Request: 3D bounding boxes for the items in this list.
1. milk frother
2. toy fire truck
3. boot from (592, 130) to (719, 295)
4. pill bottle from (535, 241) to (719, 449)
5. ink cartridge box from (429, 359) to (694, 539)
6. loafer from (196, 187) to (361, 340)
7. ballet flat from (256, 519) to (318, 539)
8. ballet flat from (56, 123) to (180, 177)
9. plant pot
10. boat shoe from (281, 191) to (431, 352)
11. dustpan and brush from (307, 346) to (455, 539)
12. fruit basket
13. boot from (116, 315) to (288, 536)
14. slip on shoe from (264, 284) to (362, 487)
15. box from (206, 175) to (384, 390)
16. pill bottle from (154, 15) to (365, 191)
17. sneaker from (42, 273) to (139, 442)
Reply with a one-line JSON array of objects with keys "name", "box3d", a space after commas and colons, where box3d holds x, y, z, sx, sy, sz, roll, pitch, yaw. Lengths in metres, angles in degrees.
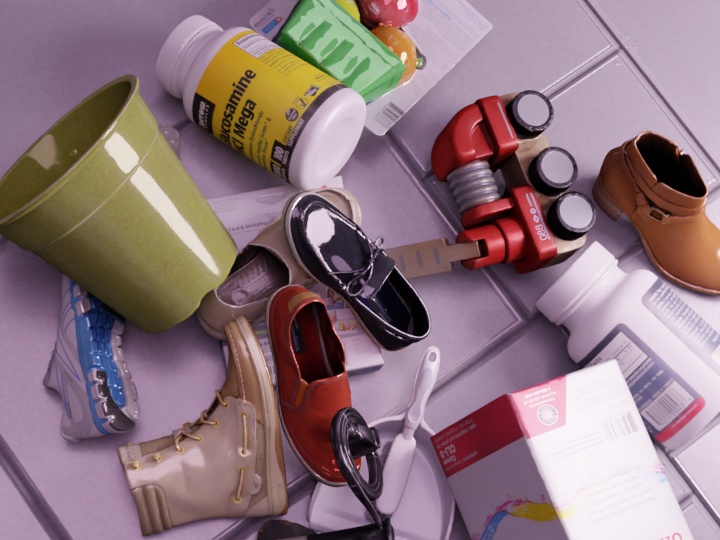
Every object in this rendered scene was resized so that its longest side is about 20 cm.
[{"name": "milk frother", "box3d": [-0.062, 0.245, 1.471, 0.188, 0.181, 0.200, -9, 47, 0]}, {"name": "toy fire truck", "box3d": [0.107, -0.070, 1.637, 0.200, 0.129, 0.176, -16, 77, -21]}, {"name": "boot", "box3d": [0.332, -0.060, 1.632, 0.200, 0.155, 0.077, 43, 74, 5]}, {"name": "pill bottle", "box3d": [0.278, 0.070, 1.610, 0.200, 0.120, 0.120, 44, 74, 5]}, {"name": "ink cartridge box", "box3d": [0.191, 0.212, 1.526, 0.145, 0.145, 0.200, -13, 75, -36]}, {"name": "loafer", "box3d": [-0.074, -0.010, 1.570, 0.076, 0.068, 0.200, 44, 74, 5]}, {"name": "ballet flat", "box3d": [-0.020, 0.311, 1.550, 0.200, 0.057, 0.066, 37, 83, 10]}, {"name": "ballet flat", "box3d": [-0.266, -0.095, 1.613, 0.200, 0.072, 0.072, -27, 80, -14]}, {"name": "plant pot", "box3d": [-0.221, -0.046, 1.511, 0.200, 0.200, 0.190, -49, 114, -16]}, {"name": "boat shoe", "box3d": [0.000, 0.000, 1.549, 0.200, 0.062, 0.075, 51, 59, -24]}, {"name": "dustpan and brush", "box3d": [0.041, 0.172, 1.581, 0.139, 0.057, 0.200, 18, 73, -2]}, {"name": "fruit basket", "box3d": [0.012, -0.255, 1.693, 0.185, 0.094, 0.200, 41, 58, 4]}, {"name": "boot", "box3d": [-0.156, 0.150, 1.533, 0.155, 0.073, 0.200, -9, 107, -7]}, {"name": "slip on shoe", "box3d": [-0.040, 0.111, 1.524, 0.074, 0.061, 0.200, -18, 99, -27]}, {"name": "box", "box3d": [-0.074, 0.016, 1.620, 0.156, 0.041, 0.200, -11, 78, -11]}, {"name": "pill bottle", "box3d": [-0.104, -0.173, 1.619, 0.200, 0.112, 0.112, 32, 73, 18]}, {"name": "sneaker", "box3d": [-0.276, 0.074, 1.566, 0.087, 0.075, 0.200, -24, 59, 25]}]
